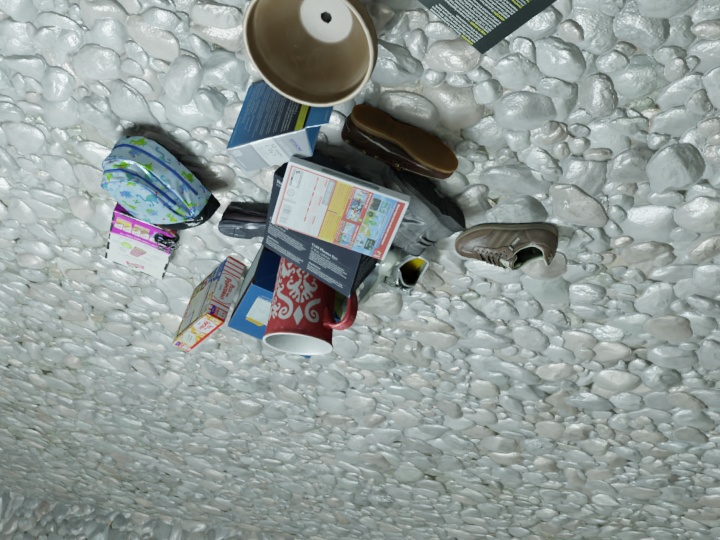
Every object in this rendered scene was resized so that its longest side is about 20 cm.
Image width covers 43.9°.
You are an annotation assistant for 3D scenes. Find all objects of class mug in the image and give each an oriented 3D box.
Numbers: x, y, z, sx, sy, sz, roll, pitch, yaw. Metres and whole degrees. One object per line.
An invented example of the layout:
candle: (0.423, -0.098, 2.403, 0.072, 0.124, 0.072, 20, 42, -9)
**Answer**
mug: (-0.085, 0.048, 1.703, 0.176, 0.202, 0.134, 4, 158, 6)

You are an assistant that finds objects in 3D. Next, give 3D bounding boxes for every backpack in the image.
backpack: (-0.388, -0.163, 1.671, 0.162, 0.154, 0.201, 7, 136, 39)

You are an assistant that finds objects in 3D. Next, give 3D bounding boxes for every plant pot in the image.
plant pot: (-0.063, -0.346, 1.290, 0.199, 0.093, 0.202, 12, 136, 12)

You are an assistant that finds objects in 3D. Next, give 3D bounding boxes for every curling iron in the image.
curling iron: (-0.434, -0.113, 1.776, 0.200, 0.050, 0.026, 47, 153, 4)

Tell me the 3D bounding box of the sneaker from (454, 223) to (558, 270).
sneaker: (0.259, -0.039, 1.629, 0.199, 0.076, 0.071, -7, 140, 30)

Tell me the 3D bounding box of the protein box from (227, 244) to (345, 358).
protein box: (-0.148, 0.057, 1.876, 0.197, 0.136, 0.200, 23, 146, -11)

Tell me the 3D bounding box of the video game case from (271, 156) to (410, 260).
video game case: (-0.034, -0.097, 1.439, 0.198, 0.018, 0.143, 19, 136, -5)

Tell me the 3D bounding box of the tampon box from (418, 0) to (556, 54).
tampon box: (0.183, -0.395, 1.082, 0.126, 0.151, 0.199, 33, 142, -25)

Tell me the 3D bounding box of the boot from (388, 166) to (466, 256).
boot: (0.084, -0.101, 1.591, 0.131, 0.070, 0.200, -30, 126, 28)

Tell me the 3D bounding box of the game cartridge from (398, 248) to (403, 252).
game cartridge: (0.004, -0.065, 1.732, 0.199, 0.041, 0.133, -21, 128, 42)

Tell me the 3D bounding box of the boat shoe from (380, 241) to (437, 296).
boat shoe: (0.089, 0.012, 1.760, 0.074, 0.087, 0.202, 25, 145, -14)

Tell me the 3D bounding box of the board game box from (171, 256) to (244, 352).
board game box: (-0.336, 0.076, 1.966, 0.046, 0.152, 0.200, 29, 145, -20)

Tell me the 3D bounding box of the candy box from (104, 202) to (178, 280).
candy box: (-0.457, -0.072, 1.883, 0.135, 0.061, 0.200, 22, 145, -9)

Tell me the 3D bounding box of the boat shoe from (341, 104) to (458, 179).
boat shoe: (0.063, -0.203, 1.480, 0.199, 0.071, 0.070, 28, 138, -4)

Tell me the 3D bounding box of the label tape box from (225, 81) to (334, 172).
label tape box: (-0.103, -0.245, 1.416, 0.199, 0.144, 0.066, -7, 142, 30)

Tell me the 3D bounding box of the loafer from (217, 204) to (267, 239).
loafer: (-0.179, -0.095, 1.738, 0.198, 0.063, 0.072, 6, 156, 11)

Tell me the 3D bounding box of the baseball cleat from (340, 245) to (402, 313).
baseball cleat: (0.000, 0.000, 1.732, 0.106, 0.070, 0.200, 40, 128, -2)

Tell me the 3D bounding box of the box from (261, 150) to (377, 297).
box: (-0.059, -0.086, 1.589, 0.199, 0.104, 0.183, 31, 139, 12)
